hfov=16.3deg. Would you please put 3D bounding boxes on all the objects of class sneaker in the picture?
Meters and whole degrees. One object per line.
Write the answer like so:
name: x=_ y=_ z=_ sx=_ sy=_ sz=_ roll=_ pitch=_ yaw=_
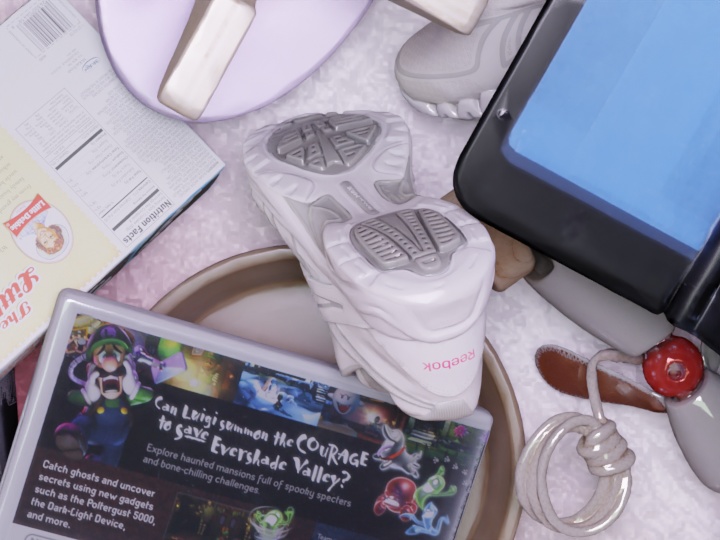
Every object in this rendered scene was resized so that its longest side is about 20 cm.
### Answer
sneaker: x=0.000 y=0.000 z=1.074 sx=0.078 sy=0.200 sz=0.100 roll=-12 pitch=121 yaw=-11
sneaker: x=0.080 y=-0.126 z=1.069 sx=0.081 sy=0.200 sz=0.075 roll=41 pitch=49 yaw=-24

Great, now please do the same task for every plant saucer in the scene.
plant saucer: x=-0.024 y=0.088 z=1.141 sx=0.199 sy=0.029 sz=0.201 roll=0 pitch=90 yaw=1

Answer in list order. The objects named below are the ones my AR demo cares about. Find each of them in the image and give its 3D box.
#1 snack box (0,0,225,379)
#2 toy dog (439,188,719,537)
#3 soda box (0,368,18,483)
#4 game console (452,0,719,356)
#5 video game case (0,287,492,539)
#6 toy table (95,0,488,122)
snack box: x=-0.167 y=-0.022 z=1.095 sx=0.116 sy=0.037 sz=0.200 roll=46 pitch=63 yaw=0
toy dog: x=0.108 y=0.009 z=1.120 sx=0.131 sy=0.096 sz=0.201 roll=-16 pitch=104 yaw=-4
soda box: x=-0.186 y=0.141 z=1.128 sx=0.070 sy=0.063 sz=0.201 roll=-4 pitch=90 yaw=2
game console: x=0.162 y=-0.061 z=0.957 sx=0.116 sy=0.176 sz=0.200 roll=19 pitch=105 yaw=-40
video game case: x=-0.062 y=0.121 z=1.093 sx=0.199 sy=0.023 sz=0.182 roll=17 pitch=96 yaw=-13
toy table: x=-0.038 y=-0.155 z=1.063 sx=0.183 sy=0.117 sz=0.201 roll=16 pitch=93 yaw=-12
